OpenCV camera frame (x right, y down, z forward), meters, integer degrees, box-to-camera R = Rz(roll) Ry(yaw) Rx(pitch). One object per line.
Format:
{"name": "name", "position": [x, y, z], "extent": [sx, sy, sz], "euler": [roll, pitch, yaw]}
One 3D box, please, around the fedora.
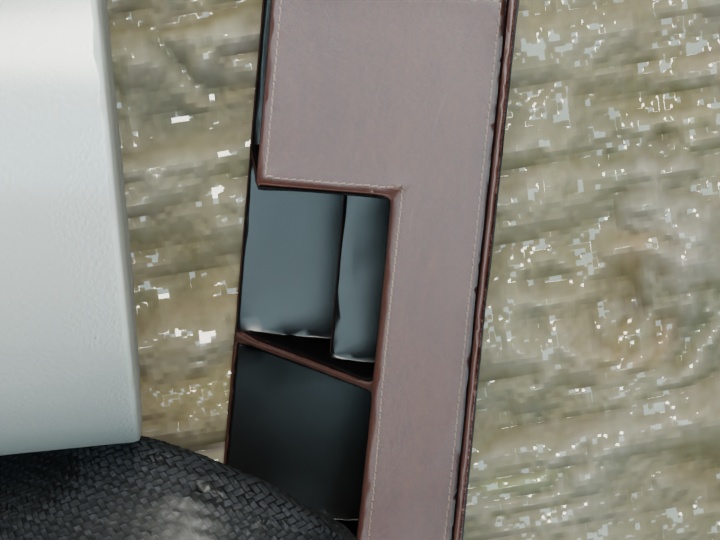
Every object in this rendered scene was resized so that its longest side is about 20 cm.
{"name": "fedora", "position": [-0.070, 0.101, 0.770], "extent": [0.200, 0.201, 0.092], "euler": [18, 81, -10]}

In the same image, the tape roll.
{"name": "tape roll", "position": [-0.139, -0.044, 0.711], "extent": [0.138, 0.203, 0.204], "euler": [-6, 102, -5]}

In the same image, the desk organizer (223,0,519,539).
{"name": "desk organizer", "position": [0.000, 0.000, 0.803], "extent": [0.077, 0.072, 0.201], "euler": [4, 101, -5]}
